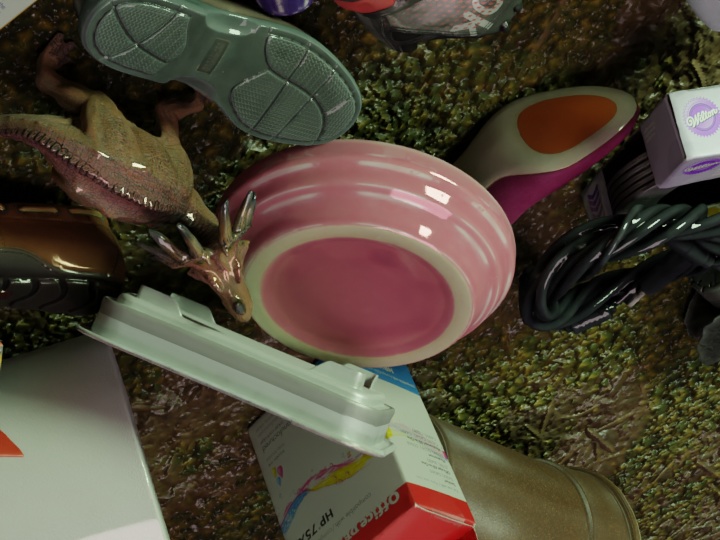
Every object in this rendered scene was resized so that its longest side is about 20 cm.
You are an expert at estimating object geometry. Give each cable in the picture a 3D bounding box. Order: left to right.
[{"bbox_3d":[0.185,0.001,1.199,0.161,0.051,0.200,-14,165,2],"label":"cable"}]

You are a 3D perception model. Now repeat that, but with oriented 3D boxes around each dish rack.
[{"bbox_3d":[-0.066,0.058,1.090,0.172,0.198,0.044,30,82,-84],"label":"dish rack"}]

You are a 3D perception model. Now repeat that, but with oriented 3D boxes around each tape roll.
[{"bbox_3d":[-0.201,0.153,1.137,0.138,0.204,0.204,-17,139,-9],"label":"tape roll"}]

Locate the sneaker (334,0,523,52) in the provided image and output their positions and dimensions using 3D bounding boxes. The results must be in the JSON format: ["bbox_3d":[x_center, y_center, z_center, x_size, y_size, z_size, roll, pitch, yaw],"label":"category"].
[{"bbox_3d":[0.078,-0.190,1.013,0.199,0.071,0.098,-27,139,6],"label":"sneaker"}]

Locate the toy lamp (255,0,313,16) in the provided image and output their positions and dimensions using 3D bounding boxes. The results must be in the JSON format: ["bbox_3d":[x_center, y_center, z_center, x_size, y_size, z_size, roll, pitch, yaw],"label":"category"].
[{"bbox_3d":[-0.053,-0.223,0.929,0.058,0.058,0.201,-17,136,-8],"label":"toy lamp"}]

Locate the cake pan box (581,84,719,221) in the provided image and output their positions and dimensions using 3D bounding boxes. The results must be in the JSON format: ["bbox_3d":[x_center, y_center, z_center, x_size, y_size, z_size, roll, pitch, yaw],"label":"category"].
[{"bbox_3d":[0.260,-0.078,1.173,0.198,0.053,0.184,-10,163,-15],"label":"cake pan box"}]

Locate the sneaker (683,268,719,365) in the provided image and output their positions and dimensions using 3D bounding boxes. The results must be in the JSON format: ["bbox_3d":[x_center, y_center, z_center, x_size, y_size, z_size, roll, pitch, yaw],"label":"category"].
[{"bbox_3d":[0.324,-0.006,1.334,0.199,0.060,0.104,-33,138,17],"label":"sneaker"}]

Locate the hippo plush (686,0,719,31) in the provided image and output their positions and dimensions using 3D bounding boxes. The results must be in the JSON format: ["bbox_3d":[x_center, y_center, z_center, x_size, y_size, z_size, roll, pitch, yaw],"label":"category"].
[{"bbox_3d":[0.267,-0.203,1.039,0.160,0.199,0.161,-53,161,-12],"label":"hippo plush"}]

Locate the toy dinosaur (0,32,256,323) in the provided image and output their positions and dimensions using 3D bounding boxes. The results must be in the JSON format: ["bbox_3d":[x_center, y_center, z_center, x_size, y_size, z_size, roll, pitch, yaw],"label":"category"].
[{"bbox_3d":[-0.132,-0.053,1.004,0.199,0.136,0.086,18,124,-37],"label":"toy dinosaur"}]

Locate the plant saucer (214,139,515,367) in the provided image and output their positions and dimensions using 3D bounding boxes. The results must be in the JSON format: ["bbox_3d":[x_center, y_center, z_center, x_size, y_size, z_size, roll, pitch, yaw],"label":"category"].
[{"bbox_3d":[0.000,0.000,1.132,0.198,0.051,0.201,5,142,4],"label":"plant saucer"}]

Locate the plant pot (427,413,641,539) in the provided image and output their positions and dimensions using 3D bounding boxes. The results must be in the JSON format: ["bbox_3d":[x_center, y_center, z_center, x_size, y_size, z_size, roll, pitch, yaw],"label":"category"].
[{"bbox_3d":[0.079,0.213,1.350,0.197,0.201,0.200,30,116,-35],"label":"plant pot"}]

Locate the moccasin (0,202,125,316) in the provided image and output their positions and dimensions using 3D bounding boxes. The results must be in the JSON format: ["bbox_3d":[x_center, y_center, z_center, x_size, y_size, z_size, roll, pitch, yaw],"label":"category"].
[{"bbox_3d":[-0.232,-0.024,1.042,0.200,0.078,0.074,4,147,-34],"label":"moccasin"}]

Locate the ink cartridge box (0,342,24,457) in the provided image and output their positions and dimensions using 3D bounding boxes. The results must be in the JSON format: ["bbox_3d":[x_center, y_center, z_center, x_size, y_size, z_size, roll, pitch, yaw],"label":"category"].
[{"bbox_3d":[-0.267,0.052,1.004,0.108,0.200,0.051,5,101,-29],"label":"ink cartridge box"}]

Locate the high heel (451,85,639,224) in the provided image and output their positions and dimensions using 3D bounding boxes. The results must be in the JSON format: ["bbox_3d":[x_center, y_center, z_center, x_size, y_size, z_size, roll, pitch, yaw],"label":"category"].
[{"bbox_3d":[0.099,-0.054,1.176,0.198,0.068,0.096,-22,146,8],"label":"high heel"}]

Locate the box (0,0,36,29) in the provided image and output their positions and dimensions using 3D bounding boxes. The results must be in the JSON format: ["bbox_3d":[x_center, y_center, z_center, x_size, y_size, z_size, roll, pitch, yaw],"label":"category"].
[{"bbox_3d":[-0.198,-0.190,0.905,0.199,0.042,0.119,-37,137,10],"label":"box"}]

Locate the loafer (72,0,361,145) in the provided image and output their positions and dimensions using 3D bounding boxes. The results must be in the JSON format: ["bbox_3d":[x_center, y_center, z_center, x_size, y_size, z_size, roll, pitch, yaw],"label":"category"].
[{"bbox_3d":[-0.080,-0.133,1.009,0.199,0.063,0.072,20,122,-43],"label":"loafer"}]

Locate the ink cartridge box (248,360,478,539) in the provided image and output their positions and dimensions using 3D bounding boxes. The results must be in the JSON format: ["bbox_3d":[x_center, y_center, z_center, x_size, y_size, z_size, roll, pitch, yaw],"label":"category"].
[{"bbox_3d":[0.004,0.161,1.241,0.067,0.201,0.116,25,120,-41],"label":"ink cartridge box"}]
